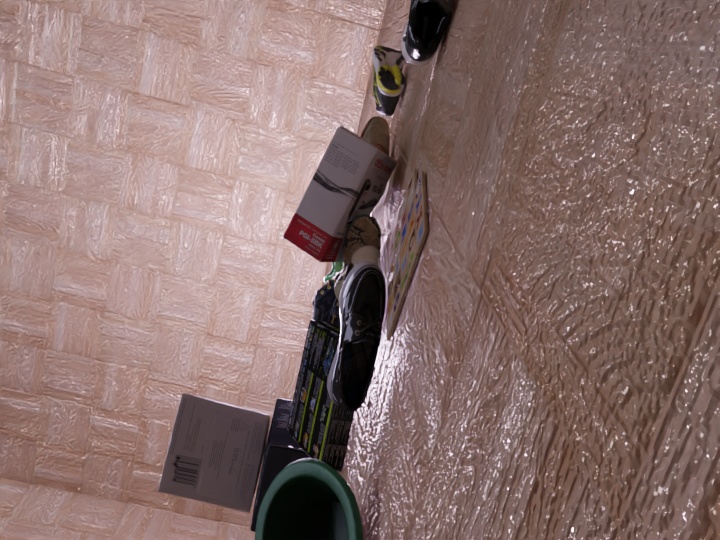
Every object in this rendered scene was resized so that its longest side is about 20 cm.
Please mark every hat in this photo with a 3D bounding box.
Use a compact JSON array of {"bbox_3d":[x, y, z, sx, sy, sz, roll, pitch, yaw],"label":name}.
[{"bbox_3d":[-0.013,0.311,0.771,0.197,0.174,0.170,6,79,47],"label":"hat"}]

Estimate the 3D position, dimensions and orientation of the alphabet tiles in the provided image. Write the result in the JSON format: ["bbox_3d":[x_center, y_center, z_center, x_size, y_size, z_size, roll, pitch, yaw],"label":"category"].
[{"bbox_3d":[0.058,-0.039,0.856,0.202,0.007,0.170,-86,9,-53],"label":"alphabet tiles"}]

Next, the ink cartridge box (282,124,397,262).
[{"bbox_3d":[-0.030,-0.122,1.111,0.203,0.082,0.146,-62,-14,9],"label":"ink cartridge box"}]

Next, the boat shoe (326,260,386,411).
[{"bbox_3d":[0.000,0.092,0.898,0.066,0.068,0.205,26,102,66],"label":"boat shoe"}]

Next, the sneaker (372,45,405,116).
[{"bbox_3d":[0.050,-0.395,1.372,0.203,0.072,0.086,-84,8,-48],"label":"sneaker"}]

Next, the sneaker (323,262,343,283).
[{"bbox_3d":[-0.036,-0.056,1.462,0.074,0.081,0.206,-116,39,-82],"label":"sneaker"}]

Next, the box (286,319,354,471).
[{"bbox_3d":[-0.059,0.197,1.094,0.192,0.046,0.206,12,90,65],"label":"box"}]

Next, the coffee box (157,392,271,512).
[{"bbox_3d":[-0.312,0.402,1.463,0.198,0.194,0.205,114,169,-73],"label":"coffee box"}]

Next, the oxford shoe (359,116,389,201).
[{"bbox_3d":[0.035,-0.211,1.262,0.073,0.069,0.205,-26,52,56],"label":"oxford shoe"}]

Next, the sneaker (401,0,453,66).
[{"bbox_3d":[0.101,-0.384,0.900,0.091,0.065,0.206,-108,27,-74],"label":"sneaker"}]

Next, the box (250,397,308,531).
[{"bbox_3d":[-0.148,0.414,1.402,0.197,0.120,0.205,-104,27,-73],"label":"box"}]

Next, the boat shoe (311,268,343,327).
[{"bbox_3d":[-0.039,0.030,1.271,0.071,0.088,0.206,162,120,-83],"label":"boat shoe"}]

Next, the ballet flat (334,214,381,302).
[{"bbox_3d":[0.000,0.000,1.125,0.202,0.066,0.077,108,152,-46],"label":"ballet flat"}]
